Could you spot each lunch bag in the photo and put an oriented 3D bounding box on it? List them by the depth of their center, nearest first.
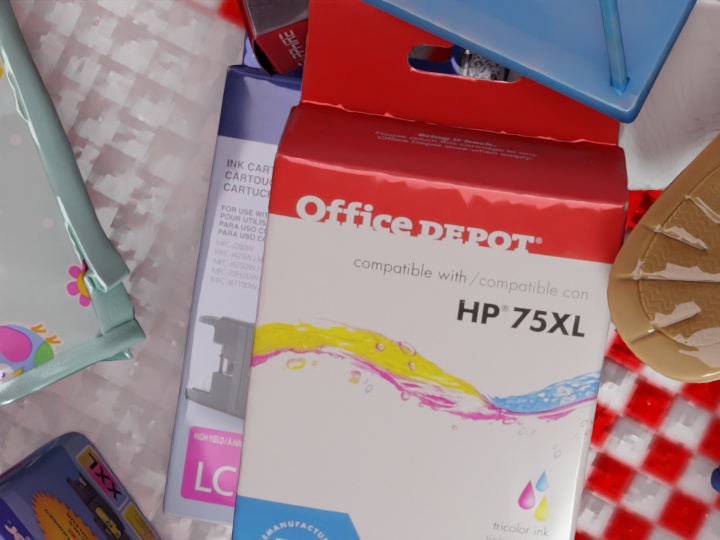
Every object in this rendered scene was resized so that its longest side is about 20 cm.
[{"bbox_3d":[-0.190,-0.016,0.772,0.199,0.122,0.171,-21,93,12],"label":"lunch bag"}]

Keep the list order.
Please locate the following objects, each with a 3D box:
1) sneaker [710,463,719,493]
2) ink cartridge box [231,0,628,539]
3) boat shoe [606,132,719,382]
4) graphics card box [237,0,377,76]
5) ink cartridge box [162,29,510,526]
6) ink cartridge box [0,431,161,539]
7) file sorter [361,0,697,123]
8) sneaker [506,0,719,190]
[{"bbox_3d":[0.164,0.060,0.778,0.078,0.075,0.201,-3,94,7],"label":"sneaker"},{"bbox_3d":[0.024,0.016,0.729,0.116,0.067,0.201,7,110,2],"label":"ink cartridge box"},{"bbox_3d":[0.157,-0.042,0.695,0.200,0.069,0.074,-42,77,0],"label":"boat shoe"},{"bbox_3d":[0.041,-0.160,0.760,0.199,0.051,0.126,-17,76,5],"label":"graphics card box"},{"bbox_3d":[0.000,0.000,0.800,0.119,0.042,0.201,9,95,3],"label":"ink cartridge box"},{"bbox_3d":[-0.103,0.142,0.739,0.076,0.200,0.137,-36,93,7],"label":"ink cartridge box"},{"bbox_3d":[0.063,-0.177,0.669,0.138,0.123,0.201,26,83,15],"label":"file sorter"},{"bbox_3d":[0.145,-0.094,0.758,0.199,0.089,0.075,-21,117,12],"label":"sneaker"}]
